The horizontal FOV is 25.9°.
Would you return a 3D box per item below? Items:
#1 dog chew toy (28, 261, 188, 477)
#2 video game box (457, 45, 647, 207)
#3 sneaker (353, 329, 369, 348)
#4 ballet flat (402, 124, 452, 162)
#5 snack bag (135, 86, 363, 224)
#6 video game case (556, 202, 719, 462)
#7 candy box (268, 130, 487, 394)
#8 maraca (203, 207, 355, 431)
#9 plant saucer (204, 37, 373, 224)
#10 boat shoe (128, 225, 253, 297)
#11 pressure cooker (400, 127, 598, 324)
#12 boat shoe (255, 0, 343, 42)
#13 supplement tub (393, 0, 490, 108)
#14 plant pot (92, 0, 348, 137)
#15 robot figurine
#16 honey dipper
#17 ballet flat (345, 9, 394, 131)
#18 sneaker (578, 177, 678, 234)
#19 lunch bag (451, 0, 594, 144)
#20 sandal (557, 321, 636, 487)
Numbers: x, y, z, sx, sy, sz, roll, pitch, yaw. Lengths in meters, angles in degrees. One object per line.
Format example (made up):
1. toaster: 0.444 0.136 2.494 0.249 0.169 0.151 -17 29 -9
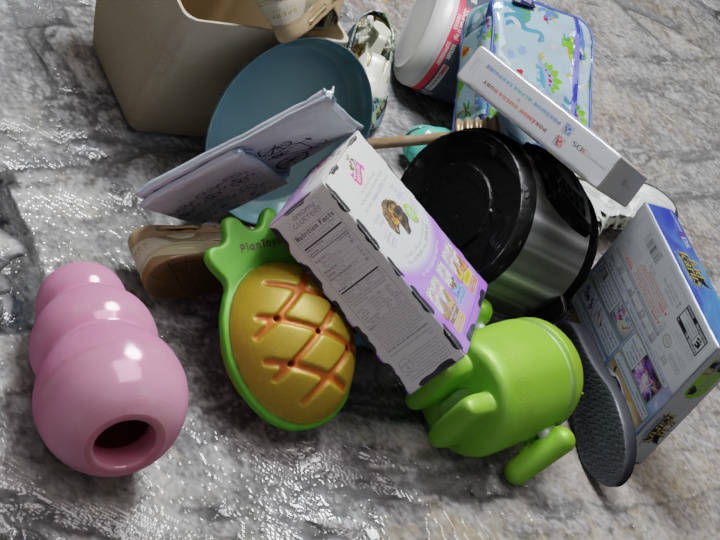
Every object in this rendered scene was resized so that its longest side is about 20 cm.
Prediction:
1. dog chew toy: -0.214 0.070 1.273 0.124 0.125 0.201 9 35 -31
2. video game box: 0.199 -0.143 1.593 0.182 0.047 0.200 43 10 15
3. sneaker: 0.000 0.000 1.570 0.095 0.079 0.201 22 45 -35
4. ballet flat: 0.139 -0.126 1.820 0.198 0.067 0.071 0 55 -32
5. snack bag: -0.093 -0.099 1.437 0.022 0.199 0.189 64 7 9
6. video game case: 0.295 0.065 1.629 0.045 0.182 0.201 11 43 -31
7. candy box: 0.021 -0.012 1.435 0.200 0.071 0.168 50 22 -8
8. maraca: -0.071 0.044 1.396 0.136 0.107 0.202 -15 85 -42
9. plant saucer: -0.075 -0.141 1.562 0.199 0.202 0.027 -1 27 -40
10. boat shoe: -0.121 -0.017 1.468 0.199 0.072 0.065 3 40 -38
11. pressure cooker: 0.148 -0.044 1.623 0.178 0.177 0.199 18 -4 40
12. boat shoe: -0.051 -0.264 1.525 0.200 0.071 0.065 -45 118 -63
13. supplement tub: 0.153 -0.256 1.908 0.199 0.141 0.141 23 38 -16
14. plant pot: -0.167 -0.248 1.608 0.198 0.177 0.201 2 48 -40
15. robot figurine: 0.136 0.110 1.505 0.199 0.116 0.176 -13 63 -46
16. honey dipper: 0.053 -0.141 1.706 0.198 0.038 0.038 -5 37 12
17. ballet flat: 0.008 -0.241 1.837 0.074 0.074 0.201 22 38 -18
18. sneaker: 0.286 -0.055 1.865 0.199 0.076 0.116 17 48 -12
19. lunch bag: 0.191 -0.207 1.787 0.160 0.082 0.202 15 72 -28
20. sandal: 0.247 0.131 1.604 0.042 0.076 0.201 12 42 -26
